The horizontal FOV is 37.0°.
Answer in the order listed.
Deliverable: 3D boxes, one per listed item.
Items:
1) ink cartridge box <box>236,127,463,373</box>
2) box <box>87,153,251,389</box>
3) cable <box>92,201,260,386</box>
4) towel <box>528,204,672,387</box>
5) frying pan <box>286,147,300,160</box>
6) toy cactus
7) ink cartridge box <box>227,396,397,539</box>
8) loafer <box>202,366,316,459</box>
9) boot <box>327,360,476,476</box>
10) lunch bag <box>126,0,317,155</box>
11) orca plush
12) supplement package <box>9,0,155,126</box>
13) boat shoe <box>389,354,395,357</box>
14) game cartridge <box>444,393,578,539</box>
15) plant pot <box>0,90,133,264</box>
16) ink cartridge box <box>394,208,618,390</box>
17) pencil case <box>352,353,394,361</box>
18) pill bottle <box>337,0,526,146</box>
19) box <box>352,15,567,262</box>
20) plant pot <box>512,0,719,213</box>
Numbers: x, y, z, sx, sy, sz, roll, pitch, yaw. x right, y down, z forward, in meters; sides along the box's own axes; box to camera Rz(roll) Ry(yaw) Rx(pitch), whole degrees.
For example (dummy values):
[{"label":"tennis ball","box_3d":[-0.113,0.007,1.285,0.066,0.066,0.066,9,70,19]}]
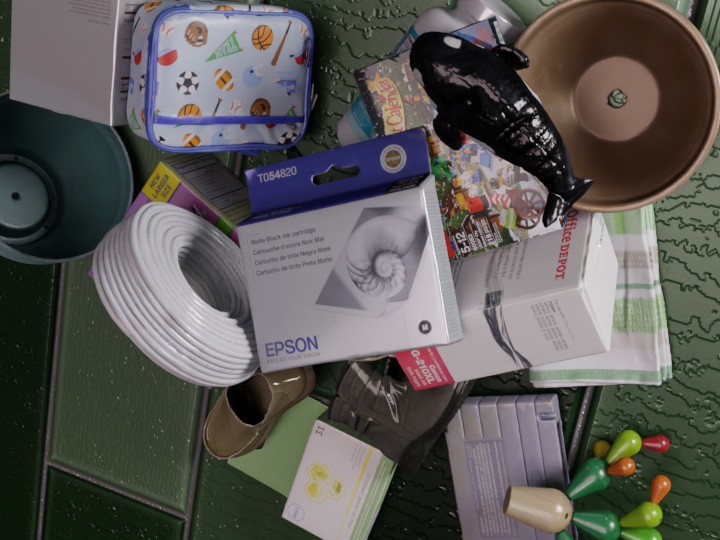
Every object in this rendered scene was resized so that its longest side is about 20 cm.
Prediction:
[{"label":"ink cartridge box","box_3d":[-0.018,-0.016,0.994,0.199,0.041,0.200,-12,87,24]},{"label":"box","box_3d":[-0.175,-0.004,1.219,0.200,0.097,0.176,43,116,7]},{"label":"cable","box_3d":[-0.167,0.024,1.059,0.069,0.200,0.200,-38,90,20]},{"label":"towel","box_3d":[0.232,0.023,1.095,0.149,0.031,0.200,-5,102,23]},{"label":"frying pan","box_3d":[-0.057,-0.037,1.156,0.190,0.115,0.031,52,133,3]},{"label":"toy cactus","box_3d":[0.231,0.252,1.113,0.165,0.102,0.200,15,96,-1]},{"label":"ink cartridge box","box_3d":[-0.063,0.224,1.263,0.200,0.048,0.146,25,112,12]},{"label":"loafer","box_3d":[-0.132,0.156,1.243,0.200,0.067,0.076,-47,64,34]},{"label":"boot","box_3d":[0.039,0.125,1.137,0.131,0.068,0.200,34,129,7]},{"label":"lunch bag","box_3d":[-0.137,-0.194,1.106,0.076,0.200,0.161,27,116,52]},{"label":"orca plush","box_3d":[0.111,-0.122,0.923,0.105,0.071,0.200,-28,97,24]},{"label":"supplement package","box_3d":[-0.263,-0.271,1.143,0.152,0.151,0.200,17,110,27]},{"label":"boat shoe","box_3d":[0.024,0.056,1.170,0.200,0.065,0.074,5,106,21]},{"label":"game cartridge","box_3d":[0.165,0.234,1.179,0.129,0.038,0.200,-4,102,28]},{"label":"plant pot","box_3d":[-0.382,-0.096,1.243,0.134,0.200,0.201,-17,98,53]},{"label":"ink cartridge box","box_3d":[0.139,0.024,1.036,0.200,0.145,0.084,-14,121,26]},{"label":"pencil case","box_3d":[0.000,0.000,1.099,0.089,0.200,0.078,-11,145,17]},{"label":"pill bottle","box_3d":[0.074,-0.181,1.061,0.111,0.111,0.200,43,115,6]},{"label":"box","box_3d":[0.093,-0.115,0.993,0.136,0.038,0.200,-18,101,23]},{"label":"plant pot","box_3d":[0.235,-0.159,1.008,0.200,0.093,0.201,5,104,19]}]
